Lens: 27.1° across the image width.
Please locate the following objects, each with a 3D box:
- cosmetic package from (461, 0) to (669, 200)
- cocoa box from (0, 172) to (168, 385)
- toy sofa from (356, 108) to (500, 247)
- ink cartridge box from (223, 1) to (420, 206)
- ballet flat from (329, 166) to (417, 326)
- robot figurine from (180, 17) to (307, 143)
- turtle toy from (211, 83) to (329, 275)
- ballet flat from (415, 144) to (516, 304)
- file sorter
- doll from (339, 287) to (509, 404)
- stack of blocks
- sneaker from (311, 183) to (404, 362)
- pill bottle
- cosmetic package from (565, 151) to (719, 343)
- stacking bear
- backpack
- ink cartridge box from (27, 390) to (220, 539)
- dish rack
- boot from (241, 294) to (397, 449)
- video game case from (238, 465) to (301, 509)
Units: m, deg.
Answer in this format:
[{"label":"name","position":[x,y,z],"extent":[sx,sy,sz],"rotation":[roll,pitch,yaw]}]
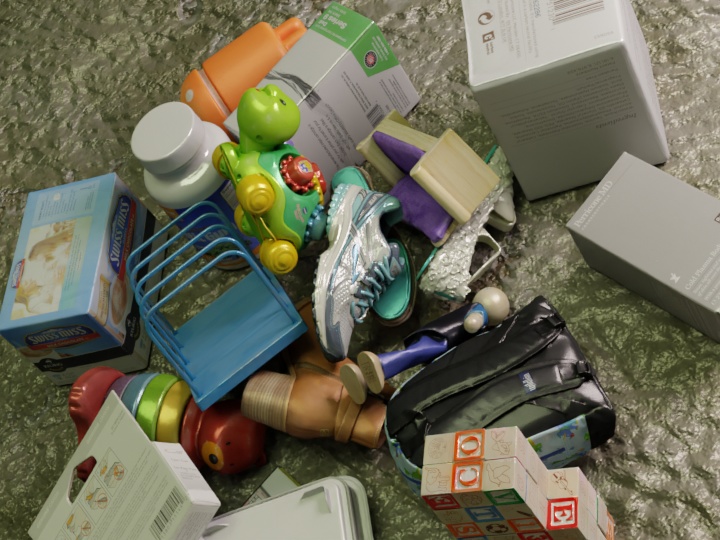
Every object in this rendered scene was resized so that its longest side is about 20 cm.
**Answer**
[{"label":"cosmetic package","position":[0.216,-0.213,1.580],"extent":[0.164,0.200,0.169],"rotation":[-16,51,17]},{"label":"cocoa box","position":[-0.325,0.010,1.763],"extent":[0.132,0.131,0.202],"rotation":[-11,54,22]},{"label":"toy sofa","position":[0.059,-0.103,1.613],"extent":[0.098,0.083,0.200],"rotation":[-47,21,-3]},{"label":"ink cartridge box","position":[-0.044,-0.185,1.737],"extent":[0.200,0.146,0.084],"rotation":[-48,50,-10]},{"label":"ballet flat","position":[0.021,-0.022,1.635],"extent":[0.067,0.067,0.202],"rotation":[-19,64,6]},{"label":"robot figurine","position":[-0.137,-0.225,1.836],"extent":[0.199,0.117,0.145],"rotation":[-34,73,2]},{"label":"turtle toy","position":[-0.093,-0.100,1.598],"extent":[0.100,0.202,0.146],"rotation":[-24,30,-9]},{"label":"ballet flat","position":[0.128,-0.044,1.605],"extent":[0.071,0.072,0.201],"rotation":[13,58,34]},{"label":"file sorter","position":[-0.163,0.028,1.589],"extent":[0.138,0.123,0.200],"rotation":[-38,24,-1]},{"label":"doll","position":[0.078,0.070,1.509],"extent":[0.199,0.136,0.049],"rotation":[-26,83,-33]},{"label":"stack of blocks","position":[0.143,0.211,1.321],"extent":[0.114,0.200,0.059],"rotation":[-10,53,23]},{"label":"sneaker","position":[0.000,0.000,1.549],"extent":[0.085,0.078,0.202],"rotation":[5,65,9]},{"label":"pill bottle","position":[-0.180,-0.099,1.715],"extent":[0.111,0.200,0.113],"rotation":[-14,52,19]},{"label":"cosmetic package","position":[0.312,-0.022,1.470],"extent":[0.199,0.090,0.107],"rotation":[33,79,37]},{"label":"stacking bear","position":[-0.196,0.169,1.601],"extent":[0.197,0.123,0.114],"rotation":[6,24,20]},{"label":"backpack","position":[0.122,0.143,1.434],"extent":[0.198,0.155,0.164],"rotation":[-20,52,-14]},{"label":"ink cartridge box","position":[-0.247,0.257,1.542],"extent":[0.176,0.044,0.201],"rotation":[46,112,37]},{"label":"dish rack","position":[-0.083,0.292,1.460],"extent":[0.198,0.044,0.173],"rotation":[-22,51,16]},{"label":"boot","position":[-0.020,0.111,1.571],"extent":[0.153,0.074,0.201],"rotation":[13,41,15]},{"label":"video game case","position":[-0.094,0.320,1.491],"extent":[0.200,0.026,0.180],"rotation":[-47,49,-8]}]
